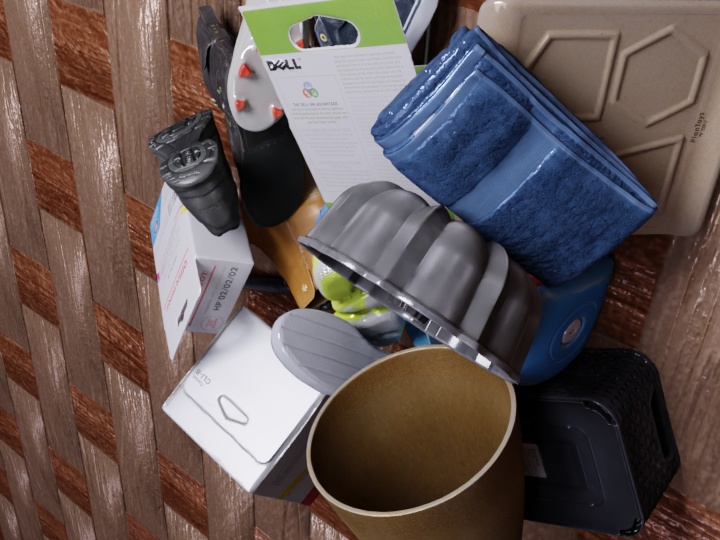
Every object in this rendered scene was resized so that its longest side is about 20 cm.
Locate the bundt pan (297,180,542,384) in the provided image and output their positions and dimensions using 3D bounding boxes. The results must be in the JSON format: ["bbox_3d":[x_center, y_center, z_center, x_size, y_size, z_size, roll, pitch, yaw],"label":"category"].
[{"bbox_3d":[0.053,0.001,0.637,0.200,0.076,0.202,33,177,2],"label":"bundt pan"}]

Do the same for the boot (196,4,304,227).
[{"bbox_3d":[-0.124,-0.166,0.889,0.174,0.068,0.203,-131,30,-54],"label":"boot"}]

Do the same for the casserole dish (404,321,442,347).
[{"bbox_3d":[0.051,0.007,0.820,0.121,0.038,0.202,-125,12,-56],"label":"casserole dish"}]

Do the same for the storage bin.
[{"bbox_3d":[0.182,0.156,0.794,0.198,0.093,0.137,-5,110,44],"label":"storage bin"}]

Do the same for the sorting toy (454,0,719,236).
[{"bbox_3d":[0.174,-0.109,0.620,0.196,0.037,0.188,1,125,-3],"label":"sorting toy"}]

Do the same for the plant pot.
[{"bbox_3d":[0.070,0.205,0.746,0.184,0.187,0.202,8,133,40],"label":"plant pot"}]

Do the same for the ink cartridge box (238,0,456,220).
[{"bbox_3d":[0.012,-0.144,0.674,0.146,0.076,0.202,6,136,34],"label":"ink cartridge box"}]

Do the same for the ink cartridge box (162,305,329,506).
[{"bbox_3d":[-0.096,0.160,0.953,0.144,0.145,0.200,36,174,22],"label":"ink cartridge box"}]

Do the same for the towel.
[{"bbox_3d":[0.110,-0.071,0.592,0.199,0.049,0.112,35,118,-24],"label":"towel"}]

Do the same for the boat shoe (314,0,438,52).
[{"bbox_3d":[-0.010,-0.195,0.758,0.089,0.072,0.202,15,130,-18],"label":"boat shoe"}]

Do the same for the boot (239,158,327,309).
[{"bbox_3d":[-0.089,-0.019,0.938,0.200,0.070,0.146,-30,73,41],"label":"boot"}]

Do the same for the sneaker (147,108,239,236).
[{"bbox_3d":[-0.164,-0.098,0.848,0.201,0.075,0.092,-112,-2,-59],"label":"sneaker"}]

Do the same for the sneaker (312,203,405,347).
[{"bbox_3d":[0.000,0.000,0.828,0.074,0.107,0.201,-8,151,5],"label":"sneaker"}]

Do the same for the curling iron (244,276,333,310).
[{"bbox_3d":[-0.084,0.020,1.001,0.198,0.049,0.026,9,109,43],"label":"curling iron"}]

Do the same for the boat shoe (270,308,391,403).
[{"bbox_3d":[-0.015,0.100,0.818,0.198,0.073,0.070,30,152,-31],"label":"boat shoe"}]

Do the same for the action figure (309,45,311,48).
[{"bbox_3d":[-0.099,-0.263,0.805,0.065,0.097,0.204,-138,40,-55],"label":"action figure"}]

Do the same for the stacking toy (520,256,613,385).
[{"bbox_3d":[0.119,0.000,0.768,0.199,0.115,0.111,40,134,34],"label":"stacking toy"}]

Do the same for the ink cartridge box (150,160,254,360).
[{"bbox_3d":[-0.172,-0.014,0.900,0.116,0.067,0.202,-58,37,39],"label":"ink cartridge box"}]

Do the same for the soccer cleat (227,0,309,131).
[{"bbox_3d":[-0.076,-0.226,0.751,0.078,0.068,0.203,-116,37,-59],"label":"soccer cleat"}]
